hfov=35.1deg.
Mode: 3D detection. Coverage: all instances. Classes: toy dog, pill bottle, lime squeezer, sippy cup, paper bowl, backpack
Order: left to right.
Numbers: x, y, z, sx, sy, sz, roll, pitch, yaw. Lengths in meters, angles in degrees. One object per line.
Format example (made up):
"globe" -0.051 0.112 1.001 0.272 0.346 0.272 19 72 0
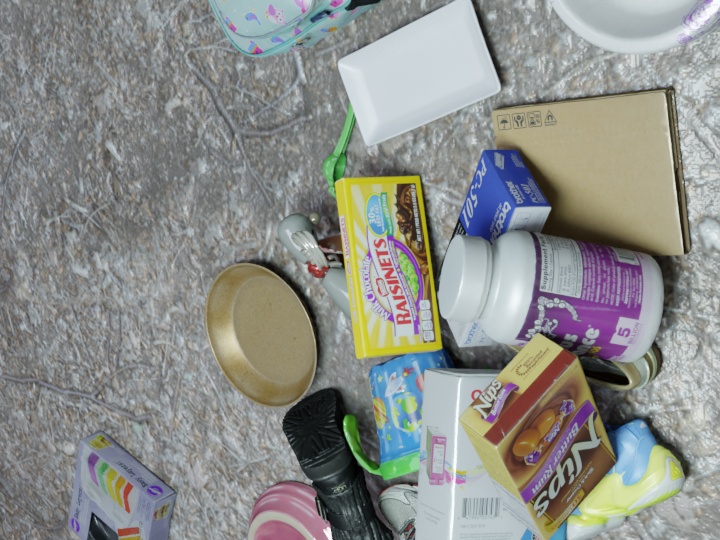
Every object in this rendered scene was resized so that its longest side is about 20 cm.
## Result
"backpack" -0.090 -0.332 1.266 0.200 0.153 0.177 -23 95 48
"lime squeezer" -0.004 -0.104 1.355 0.070 0.038 0.201 -15 95 10
"toy dog" 0.000 0.000 1.336 0.200 0.096 0.132 53 167 -13
"sippy cup" 0.071 0.161 1.320 0.140 0.177 0.131 122 131 -75
"pill bottle" 0.182 0.022 1.106 0.199 0.112 0.113 9 119 -9
"paper bowl" 0.264 -0.298 1.011 0.200 0.104 0.202 14 113 36

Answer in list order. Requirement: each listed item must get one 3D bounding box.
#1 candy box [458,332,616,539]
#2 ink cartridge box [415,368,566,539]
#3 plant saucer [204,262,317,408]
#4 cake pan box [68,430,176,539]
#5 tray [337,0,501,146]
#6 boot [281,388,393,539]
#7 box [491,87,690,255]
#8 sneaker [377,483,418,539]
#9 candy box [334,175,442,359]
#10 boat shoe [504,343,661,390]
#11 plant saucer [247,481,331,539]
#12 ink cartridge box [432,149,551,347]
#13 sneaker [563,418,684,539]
"candy box" 0.177 0.166 1.102 0.056 0.117 0.200 34 163 39
"ink cartridge box" 0.143 0.205 1.216 0.085 0.144 0.201 -174 88 -66
"plant saucer" -0.125 0.083 1.509 0.199 0.035 0.201 15 114 35
"cake pan box" -0.386 0.386 1.822 0.184 0.052 0.201 34 124 29
"tray" 0.065 -0.217 1.258 0.199 0.022 0.108 -18 94 42
"boot" -0.030 0.257 1.426 0.079 0.211 0.158 -25 113 3
"box" 0.232 -0.094 1.162 0.199 0.021 0.165 0 105 39
"sneaker" 0.091 0.345 1.390 0.200 0.082 0.078 46 130 20
"candy box" 0.032 -0.005 1.273 0.026 0.102 0.201 158 106 -65
"boat shoe" 0.212 0.078 1.201 0.199 0.076 0.072 14 115 37
"plant saucer" -0.086 0.395 1.576 0.200 0.051 0.202 15 115 36
"ink cartridge box" 0.135 -0.021 1.208 0.094 0.044 0.201 -112 29 -43
"sneaker" 0.257 0.224 1.231 0.200 0.075 0.106 -39 63 38
